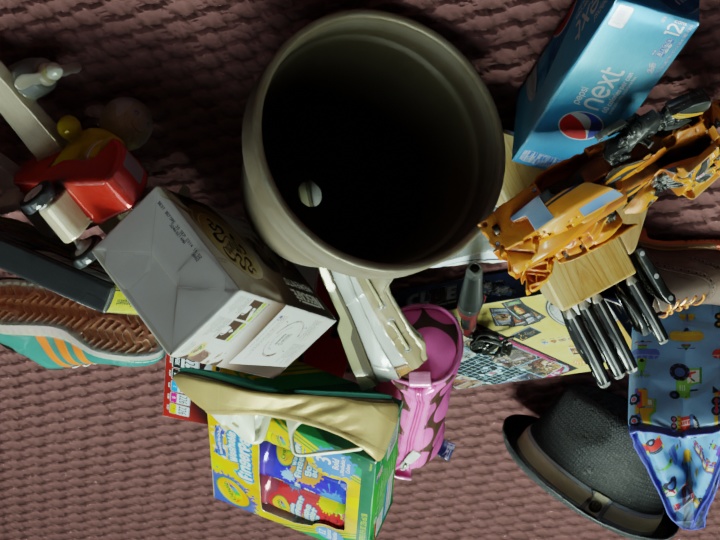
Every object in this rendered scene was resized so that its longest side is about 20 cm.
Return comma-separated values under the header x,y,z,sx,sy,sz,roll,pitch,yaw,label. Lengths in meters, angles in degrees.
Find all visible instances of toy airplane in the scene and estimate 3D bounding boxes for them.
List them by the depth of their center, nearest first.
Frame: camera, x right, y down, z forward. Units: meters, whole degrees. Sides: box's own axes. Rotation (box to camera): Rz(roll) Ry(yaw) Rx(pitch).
x,y,z,sx,sy,sz,roll,pitch,yaw,label
-0.230,-0.087,1.411,0.199,0.141,0.200,39,166,19,toy airplane

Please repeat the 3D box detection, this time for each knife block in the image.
x,y,z,sx,sy,sz,roll,pitch,yaw,label
0.160,-0.008,1.373,0.199,0.176,0.064,16,-174,-10,knife block

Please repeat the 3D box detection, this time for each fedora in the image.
x,y,z,sx,sy,sz,roll,pitch,yaw,label
0.242,0.175,1.676,0.200,0.201,0.092,24,108,-21,fedora

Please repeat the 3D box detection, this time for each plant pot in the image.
x,y,z,sx,sy,sz,roll,pitch,yaw,label
-0.015,-0.079,1.322,0.199,0.201,0.173,21,161,-17,plant pot

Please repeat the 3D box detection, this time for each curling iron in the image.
x,y,z,sx,sy,sz,roll,pitch,yaw,label
0.105,0.031,1.482,0.049,0.026,0.200,13,159,13,curling iron

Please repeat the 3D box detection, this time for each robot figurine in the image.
x,y,z,sx,sy,sz,roll,pitch,yaw,label
0.189,-0.060,1.267,0.200,0.058,0.145,-31,162,8,robot figurine

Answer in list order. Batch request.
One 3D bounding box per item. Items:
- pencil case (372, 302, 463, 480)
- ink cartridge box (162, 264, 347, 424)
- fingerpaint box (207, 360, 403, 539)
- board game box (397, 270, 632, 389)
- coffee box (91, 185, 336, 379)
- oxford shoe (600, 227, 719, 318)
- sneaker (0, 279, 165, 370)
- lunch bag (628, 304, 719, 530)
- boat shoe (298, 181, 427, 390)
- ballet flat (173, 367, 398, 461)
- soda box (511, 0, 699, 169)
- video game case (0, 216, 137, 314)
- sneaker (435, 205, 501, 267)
x,y,z,sx,sy,sz,roll,pitch,yaw,label
0.050,0.114,1.590,0.090,0.094,0.200,13,150,6,pencil case
-0.095,0.073,1.638,0.175,0.084,0.200,10,146,-1,ink cartridge box
-0.053,0.170,1.596,0.166,0.074,0.200,20,147,10,fingerpaint box
0.151,0.052,1.587,0.199,0.035,0.136,-10,142,27,board game box
-0.113,0.014,1.378,0.080,0.113,0.200,-43,159,10,coffee box
0.270,0.015,1.465,0.199,0.073,0.071,11,146,-2,oxford shoe
-0.276,0.061,1.683,0.199,0.072,0.080,12,150,14,sneaker
0.298,0.133,1.564,0.094,0.151,0.200,1,145,13,lunch bag
0.000,0.000,1.470,0.068,0.075,0.201,-19,106,2,boat shoe
-0.068,0.126,1.470,0.199,0.063,0.069,8,176,8,ballet flat
0.175,-0.152,1.247,0.064,0.068,0.200,15,146,-11,soda box
-0.258,-0.007,1.447,0.199,0.026,0.181,22,-177,16,video game case
0.120,-0.042,1.437,0.199,0.073,0.071,-3,-174,0,sneaker
